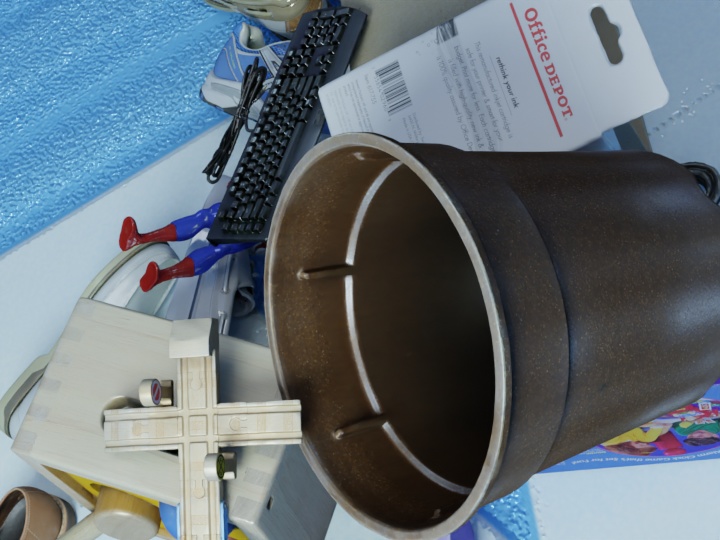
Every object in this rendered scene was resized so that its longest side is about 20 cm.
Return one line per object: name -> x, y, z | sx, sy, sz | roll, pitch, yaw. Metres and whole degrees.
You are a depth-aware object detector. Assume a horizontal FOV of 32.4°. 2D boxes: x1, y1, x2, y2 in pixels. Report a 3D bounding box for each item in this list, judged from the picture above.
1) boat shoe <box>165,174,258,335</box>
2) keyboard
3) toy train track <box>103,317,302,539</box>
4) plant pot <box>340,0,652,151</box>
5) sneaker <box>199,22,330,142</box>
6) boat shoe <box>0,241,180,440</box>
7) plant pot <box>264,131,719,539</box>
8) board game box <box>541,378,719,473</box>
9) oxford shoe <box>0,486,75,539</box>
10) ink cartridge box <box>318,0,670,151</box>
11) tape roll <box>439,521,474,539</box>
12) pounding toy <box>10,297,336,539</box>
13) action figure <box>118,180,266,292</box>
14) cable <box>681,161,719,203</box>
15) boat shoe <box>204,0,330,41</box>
boat shoe -> -0.115, 0.015, 0.994 | 0.065, 0.074, 0.201 | 18, 60, -7
keyboard -> -0.069, -0.109, 0.922 | 0.127, 0.021, 0.201 | -2, 60, 48
toy train track -> -0.088, 0.125, 0.651 | 0.114, 0.033, 0.202 | -5, 82, 14
plant pot -> 0.095, -0.174, 0.953 | 0.176, 0.200, 0.201 | -21, 57, 22
sneaker -> -0.050, -0.149, 1.035 | 0.199, 0.076, 0.078 | 25, 101, 27
boat shoe -> -0.203, 0.066, 0.992 | 0.068, 0.075, 0.201 | 34, 85, 25
plant pot -> 0.083, 0.019, 0.653 | 0.197, 0.201, 0.201 | -10, 50, -33
board game box -> 0.157, 0.087, 0.811 | 0.198, 0.135, 0.045 | -7, 61, 15
oxford shoe -> -0.289, 0.252, 0.919 | 0.071, 0.071, 0.201 | 14, 70, 24
ink cartridge box -> 0.086, -0.098, 0.766 | 0.199, 0.068, 0.117 | -24, 69, 18
tape roll -> -0.024, 0.196, 0.847 | 0.198, 0.085, 0.201 | -8, 61, 15
pounding toy -> -0.125, 0.128, 0.777 | 0.199, 0.184, 0.143 | 13, 67, 16
action figure -> -0.086, -0.037, 0.967 | 0.199, 0.052, 0.066 | -18, 64, -38
cable -> 0.173, -0.026, 0.916 | 0.199, 0.050, 0.098 | -15, 60, 13
boat shoe -> -0.104, -0.271, 1.125 | 0.199, 0.068, 0.075 | 33, 83, 32
